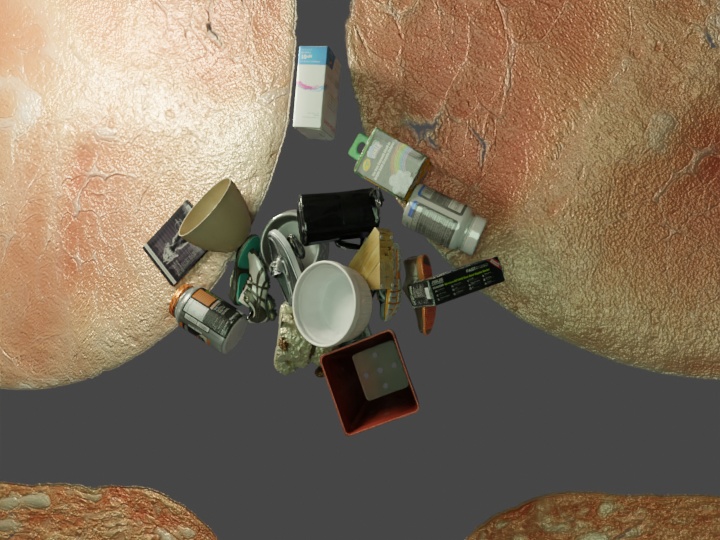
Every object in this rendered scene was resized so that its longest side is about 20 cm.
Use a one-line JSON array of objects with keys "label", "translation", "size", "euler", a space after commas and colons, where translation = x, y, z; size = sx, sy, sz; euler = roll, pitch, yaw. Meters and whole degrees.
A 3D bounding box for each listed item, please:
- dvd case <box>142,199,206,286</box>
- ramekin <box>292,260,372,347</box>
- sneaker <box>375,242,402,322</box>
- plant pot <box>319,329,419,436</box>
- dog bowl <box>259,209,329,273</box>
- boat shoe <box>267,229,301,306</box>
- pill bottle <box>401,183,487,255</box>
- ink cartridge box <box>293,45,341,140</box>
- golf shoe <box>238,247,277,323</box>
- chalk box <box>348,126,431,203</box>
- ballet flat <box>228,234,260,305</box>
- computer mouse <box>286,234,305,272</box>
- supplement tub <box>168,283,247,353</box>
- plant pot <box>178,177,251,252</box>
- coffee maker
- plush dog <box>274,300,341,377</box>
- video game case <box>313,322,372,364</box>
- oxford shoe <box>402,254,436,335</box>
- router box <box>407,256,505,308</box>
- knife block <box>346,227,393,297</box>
[{"label": "dvd case", "translation": [-0.518, -0.078, 1.639], "size": [0.200, 0.016, 0.149], "euler": [-43, 83, 9]}, {"label": "ramekin", "translation": [-0.061, 0.082, 1.391], "size": [0.195, 0.104, 0.207], "euler": [-3, 85, 35]}, {"label": "sneaker", "translation": [0.064, 0.030, 1.490], "size": [0.075, 0.078, 0.207], "euler": [2, 88, 26]}, {"label": "plant pot", "translation": [0.035, 0.268, 1.439], "size": [0.195, 0.176, 0.205], "euler": [-21, 86, 11]}, {"label": "dog bowl", "translation": [-0.184, -0.065, 1.545], "size": [0.193, 0.059, 0.207], "euler": [0, 90, 12]}, {"label": "boat shoe", "translation": [-0.203, -0.005, 1.474], "size": [0.067, 0.071, 0.205], "euler": [-22, 88, -32]}, {"label": "pill bottle", "translation": [0.211, -0.125, 1.430], "size": [0.196, 0.114, 0.116], "euler": [28, 96, 11]}, {"label": "ink cartridge box", "translation": [-0.111, -0.454, 1.481], "size": [0.082, 0.144, 0.207], "euler": [4, 91, 12]}, {"label": "golf shoe", "translation": [-0.285, 0.047, 1.524], "size": [0.092, 0.077, 0.206], "euler": [-15, 103, -18]}, {"label": "chalk box", "translation": [0.066, -0.274, 1.457], "size": [0.197, 0.124, 0.127], "euler": [32, 98, 11]}, {"label": "ballet flat", "translation": [-0.330, -0.006, 1.573], "size": [0.067, 0.067, 0.206], "euler": [20, 98, 40]}, {"label": "computer mouse", "translation": [-0.141, -0.001, 1.493], "size": [0.058, 0.034, 0.205], "euler": [-15, 99, 39]}, {"label": "supplement tub", "translation": [-0.419, 0.127, 1.565], "size": [0.196, 0.122, 0.125], "euler": [30, 96, 11]}, {"label": "plant pot", "translation": [-0.372, -0.127, 1.536], "size": [0.199, 0.202, 0.135], "euler": [-40, 118, 10]}, {"label": "coffee maker", "translation": [-0.059, -0.145, 1.422], "size": [0.194, 0.195, 0.138], "euler": [-8, 55, -14]}, {"label": "plush dog", "translation": [-0.132, 0.186, 1.482], "size": [0.166, 0.160, 0.207], "euler": [7, 91, -11]}, {"label": "video game case", "translation": [-0.075, 0.127, 1.542], "size": [0.178, 0.022, 0.206], "euler": [-20, 85, 12]}, {"label": "oxford shoe", "translation": [0.150, 0.065, 1.477], "size": [0.071, 0.071, 0.207], "euler": [-7, 85, 32]}, {"label": "router box", "translation": [0.227, 0.030, 1.372], "size": [0.195, 0.150, 0.064], "euler": [-18, 88, -15]}, {"label": "knife block", "translation": [0.000, 0.000, 1.456], "size": [0.172, 0.063, 0.207], "euler": [-2, 89, 38]}]
